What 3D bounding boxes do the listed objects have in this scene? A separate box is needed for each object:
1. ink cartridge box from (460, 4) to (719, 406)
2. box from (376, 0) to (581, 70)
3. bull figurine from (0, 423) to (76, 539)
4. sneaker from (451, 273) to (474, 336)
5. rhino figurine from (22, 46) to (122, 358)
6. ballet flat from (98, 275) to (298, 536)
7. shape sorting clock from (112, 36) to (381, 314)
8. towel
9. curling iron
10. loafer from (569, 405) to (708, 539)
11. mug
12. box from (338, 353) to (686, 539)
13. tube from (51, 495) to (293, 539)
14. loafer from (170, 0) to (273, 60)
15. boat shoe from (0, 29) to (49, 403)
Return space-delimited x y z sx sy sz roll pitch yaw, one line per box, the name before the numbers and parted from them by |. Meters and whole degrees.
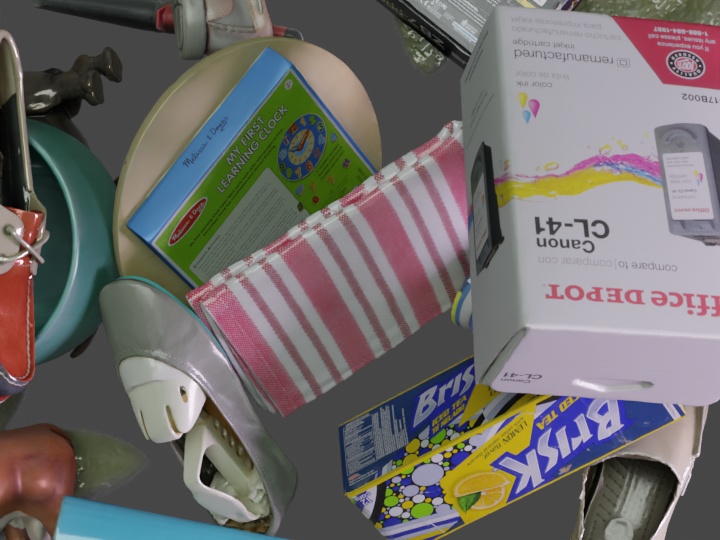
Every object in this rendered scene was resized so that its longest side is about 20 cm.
ink cartridge box | 0.137 -0.037 0.944 0.146 0.086 0.202 4 62 -12
box | 0.066 -0.239 1.139 0.200 0.049 0.162 38 85 10
bull figurine | -0.258 0.150 1.035 0.199 0.065 0.123 -6 89 -34
sneaker | 0.151 -0.012 1.063 0.200 0.074 0.082 -45 65 12
rhino figurine | -0.193 -0.042 1.110 0.087 0.060 0.202 -10 79 18
ballet flat | -0.098 0.090 1.021 0.067 0.201 0.064 -9 41 29
shape sorting clock | -0.067 -0.045 1.051 0.039 0.200 0.201 30 81 41
towel | 0.000 0.000 1.051 0.199 0.147 0.030 -33 55 -4
curling iron | -0.127 -0.160 1.146 0.198 0.026 0.050 17 78 7
loafer | 0.175 0.109 1.054 0.075 0.068 0.202 11 80 6
mug | -0.228 -0.008 1.030 0.184 0.114 0.153 -31 84 14
box | 0.088 0.090 1.024 0.199 0.070 0.065 -28 36 16
tube | -0.091 0.183 1.043 0.198 0.051 0.078 13 123 -9
loafer | -0.099 -0.230 1.135 0.062 0.072 0.202 -3 67 -11
boat shoe | -0.202 -0.030 0.929 0.062 0.071 0.202 -14 82 18
